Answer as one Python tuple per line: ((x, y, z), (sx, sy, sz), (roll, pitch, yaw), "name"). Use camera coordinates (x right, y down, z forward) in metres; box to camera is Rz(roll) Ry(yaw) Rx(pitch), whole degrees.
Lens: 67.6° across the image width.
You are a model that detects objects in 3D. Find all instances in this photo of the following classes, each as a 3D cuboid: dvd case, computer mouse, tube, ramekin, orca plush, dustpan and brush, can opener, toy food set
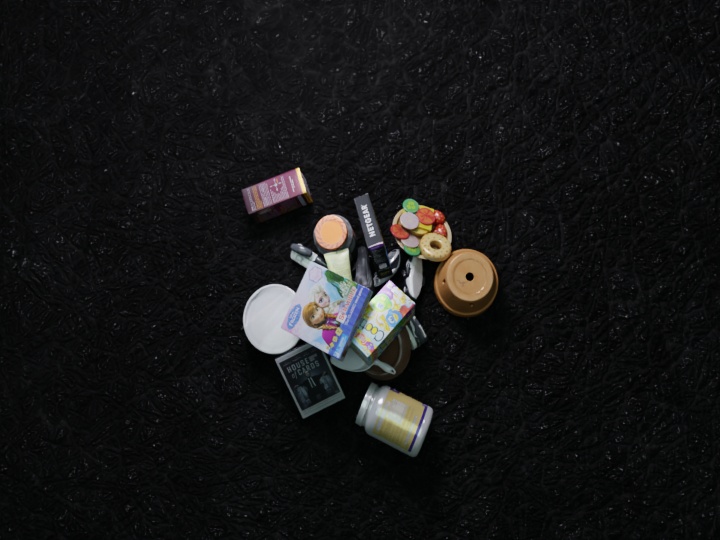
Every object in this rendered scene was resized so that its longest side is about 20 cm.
((-0.149, 0.321, 1.608), (0.146, 0.025, 0.205), (-25, 101, 1), "dvd case")
((0.068, 0.024, 1.639), (0.044, 0.109, 0.202), (40, 79, -15), "computer mouse")
((-0.048, 0.046, 1.526), (0.050, 0.058, 0.208), (-9, 95, 28), "tube")
((-0.254, 0.151, 1.646), (0.194, 0.094, 0.211), (-1, 81, 6), "ramekin")
((0.145, -0.010, 1.643), (0.069, 0.104, 0.208), (-8, 81, 36), "orca plush")
((0.015, 0.253, 1.575), (0.197, 0.057, 0.144), (28, 104, 32), "dustpan and brush")
((-0.135, -0.019, 1.674), (0.196, 0.067, 0.054), (31, 86, 10), "can opener")
((0.186, -0.120, 1.627), (0.191, 0.049, 0.205), (15, 57, -3), "toy food set")

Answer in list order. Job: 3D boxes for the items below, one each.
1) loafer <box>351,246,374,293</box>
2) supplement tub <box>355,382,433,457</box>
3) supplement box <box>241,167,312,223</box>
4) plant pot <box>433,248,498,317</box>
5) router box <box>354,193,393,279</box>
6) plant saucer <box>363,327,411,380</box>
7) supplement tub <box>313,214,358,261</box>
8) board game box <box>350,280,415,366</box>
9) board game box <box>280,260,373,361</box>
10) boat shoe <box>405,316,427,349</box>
((0.000, 0.000, 1.612), (0.068, 0.070, 0.204), (-11, 40, 5), "loafer")
((0.096, 0.422, 1.539), (0.195, 0.146, 0.149), (24, 84, 9), "supplement tub")
((-0.261, -0.234, 1.700), (0.194, 0.110, 0.088), (-20, 79, 2), "supplement box")
((0.316, 0.029, 1.582), (0.192, 0.140, 0.208), (-1, 81, 5), "plant pot")
((0.038, -0.101, 1.589), (0.049, 0.151, 0.204), (-18, 52, 3), "router box")
((0.055, 0.224, 1.596), (0.194, 0.034, 0.209), (0, 90, 28), "plant saucer")
((-0.074, -0.092, 1.612), (0.118, 0.200, 0.127), (-1, 80, 6), "supplement tub")
((0.053, 0.149, 1.512), (0.104, 0.104, 0.200), (39, 75, 18), "board game box")
((-0.092, 0.107, 1.461), (0.195, 0.041, 0.205), (23, 84, 20), "board game box")
((0.134, 0.136, 1.622), (0.059, 0.076, 0.205), (-23, 82, -18), "boat shoe")
